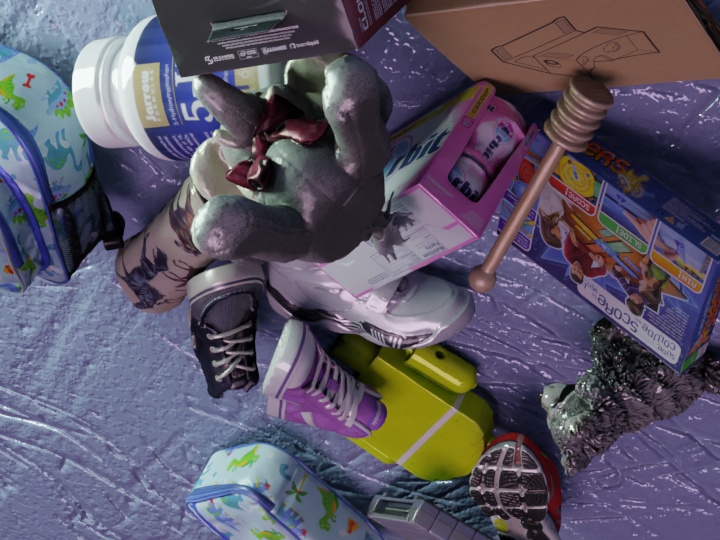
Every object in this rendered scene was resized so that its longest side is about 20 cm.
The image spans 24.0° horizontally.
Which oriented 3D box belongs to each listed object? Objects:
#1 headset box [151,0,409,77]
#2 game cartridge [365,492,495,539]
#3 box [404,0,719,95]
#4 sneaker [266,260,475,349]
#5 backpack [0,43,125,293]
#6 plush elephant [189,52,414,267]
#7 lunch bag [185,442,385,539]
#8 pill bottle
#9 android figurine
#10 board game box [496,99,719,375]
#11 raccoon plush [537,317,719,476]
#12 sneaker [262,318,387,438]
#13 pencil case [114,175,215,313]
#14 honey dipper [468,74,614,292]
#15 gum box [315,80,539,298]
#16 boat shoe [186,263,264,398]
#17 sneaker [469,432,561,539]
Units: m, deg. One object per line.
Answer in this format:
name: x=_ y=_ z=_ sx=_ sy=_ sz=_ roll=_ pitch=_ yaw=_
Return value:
headset box: x=-0.042 y=-0.206 z=1.180 sx=0.148 sy=0.200 sz=0.075 roll=-5 pitch=116 yaw=29
game cartridge: x=0.086 y=0.268 z=1.701 sx=0.129 sy=0.039 sz=0.200 roll=27 pitch=169 yaw=-9
box: x=0.155 y=-0.168 z=1.214 sx=0.199 sy=0.021 sz=0.163 roll=-3 pitch=163 yaw=28
sneaker: x=0.000 y=0.000 z=1.483 sx=0.199 sy=0.075 sz=0.115 roll=10 pitch=141 yaw=22
backpack: x=-0.322 y=-0.089 z=1.478 sx=0.182 sy=0.147 sz=0.201 roll=19 pitch=137 yaw=24
plush elephant: x=-0.055 y=-0.087 z=1.198 sx=0.155 sy=0.165 sz=0.200 roll=41 pitch=-176 yaw=29
lunch bag: x=-0.080 y=0.273 z=1.803 sx=0.200 sy=0.083 sz=0.160 roll=44 pitch=149 yaw=-21
pill bottle: x=-0.124 y=-0.149 z=1.351 sx=0.199 sy=0.120 sz=0.120 roll=-3 pitch=133 yaw=28
android figurine: x=0.047 y=0.133 z=1.630 sx=0.199 sy=0.041 sz=0.182 roll=32 pitch=138 yaw=-5
board game box: x=0.197 y=-0.026 z=1.325 sx=0.200 sy=0.034 sz=0.136 roll=40 pitch=146 yaw=25
raccoon plush: x=0.252 y=0.111 z=1.433 sx=0.199 sy=0.134 sz=0.097 roll=-1 pitch=133 yaw=27
sneaker: x=-0.027 y=0.102 z=1.537 sx=0.114 sy=0.073 sz=0.201 roll=19 pitch=166 yaw=5
pencil case: x=-0.153 y=-0.035 z=1.515 sx=0.078 sy=0.090 sz=0.200 roll=43 pitch=140 yaw=-4
honey dipper: x=0.131 y=-0.059 z=1.294 sx=0.038 sy=0.038 sz=0.201 roll=26 pitch=122 yaw=-3
gum box: x=0.047 y=-0.063 z=1.333 sx=0.066 sy=0.114 sz=0.200 roll=40 pitch=150 yaw=-15
boat shoe: x=-0.116 y=0.058 z=1.542 sx=0.074 sy=0.093 sz=0.200 roll=-14 pitch=168 yaw=-9
sneaker: x=0.153 y=0.199 z=1.612 sx=0.076 sy=0.085 sz=0.200 roll=5 pitch=148 yaw=16
